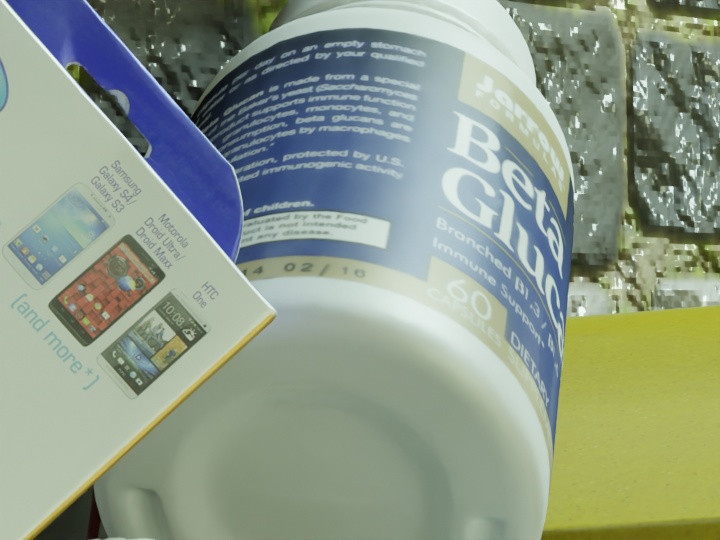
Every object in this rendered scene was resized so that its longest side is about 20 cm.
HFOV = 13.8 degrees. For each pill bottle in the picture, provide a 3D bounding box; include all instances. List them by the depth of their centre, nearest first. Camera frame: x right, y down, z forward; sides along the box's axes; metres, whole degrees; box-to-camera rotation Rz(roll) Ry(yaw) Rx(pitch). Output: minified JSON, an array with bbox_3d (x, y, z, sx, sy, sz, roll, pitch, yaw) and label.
[{"bbox_3d":[0.000,0.000,0.780,0.111,0.111,0.200,59,22,-27],"label":"pill bottle"}]

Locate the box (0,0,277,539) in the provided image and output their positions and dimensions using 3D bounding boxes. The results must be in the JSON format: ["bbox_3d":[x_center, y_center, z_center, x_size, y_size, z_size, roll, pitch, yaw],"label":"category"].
[{"bbox_3d":[-0.112,0.016,0.625,0.200,0.041,0.119,-43,93,-19],"label":"box"}]

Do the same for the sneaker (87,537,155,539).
[{"bbox_3d":[0.002,0.117,0.683,0.199,0.072,0.073,20,33,-37],"label":"sneaker"}]

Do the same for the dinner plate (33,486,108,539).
[{"bbox_3d":[-0.091,0.061,0.740,0.200,0.024,0.201,7,90,-72],"label":"dinner plate"}]

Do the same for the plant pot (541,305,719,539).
[{"bbox_3d":[0.112,0.117,0.831,0.176,0.199,0.201,-19,103,-69],"label":"plant pot"}]
